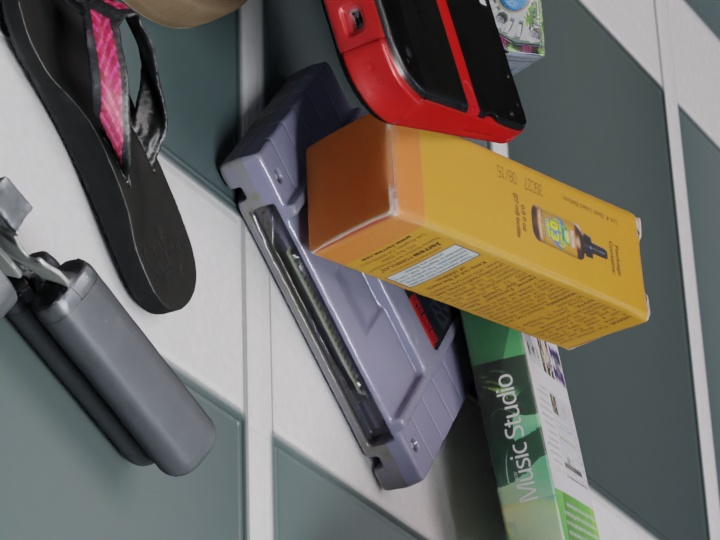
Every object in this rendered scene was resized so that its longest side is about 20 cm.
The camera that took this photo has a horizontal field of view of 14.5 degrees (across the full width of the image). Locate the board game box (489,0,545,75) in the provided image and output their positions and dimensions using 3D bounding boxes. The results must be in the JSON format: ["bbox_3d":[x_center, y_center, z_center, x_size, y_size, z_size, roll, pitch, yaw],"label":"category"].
[{"bbox_3d":[0.057,-0.210,1.594,0.200,0.061,0.201,152,-65,-78],"label":"board game box"}]

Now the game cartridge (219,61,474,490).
[{"bbox_3d":[0.000,0.000,1.504,0.201,0.038,0.130,63,31,-18],"label":"game cartridge"}]

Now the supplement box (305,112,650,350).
[{"bbox_3d":[0.064,-0.019,1.478,0.199,0.069,0.067,20,55,-38],"label":"supplement box"}]

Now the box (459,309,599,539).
[{"bbox_3d":[0.094,0.080,1.594,0.144,0.036,0.201,38,38,-73],"label":"box"}]

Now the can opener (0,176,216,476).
[{"bbox_3d":[-0.140,0.026,1.209,0.067,0.053,0.200,-51,126,-23],"label":"can opener"}]

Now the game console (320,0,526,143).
[{"bbox_3d":[0.017,-0.164,1.431,0.177,0.031,0.201,8,63,-66],"label":"game console"}]

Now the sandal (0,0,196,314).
[{"bbox_3d":[-0.111,-0.078,1.317,0.201,0.045,0.075,67,26,-10],"label":"sandal"}]

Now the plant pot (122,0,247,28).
[{"bbox_3d":[-0.082,-0.230,1.421,0.201,0.092,0.202,40,41,-47],"label":"plant pot"}]
